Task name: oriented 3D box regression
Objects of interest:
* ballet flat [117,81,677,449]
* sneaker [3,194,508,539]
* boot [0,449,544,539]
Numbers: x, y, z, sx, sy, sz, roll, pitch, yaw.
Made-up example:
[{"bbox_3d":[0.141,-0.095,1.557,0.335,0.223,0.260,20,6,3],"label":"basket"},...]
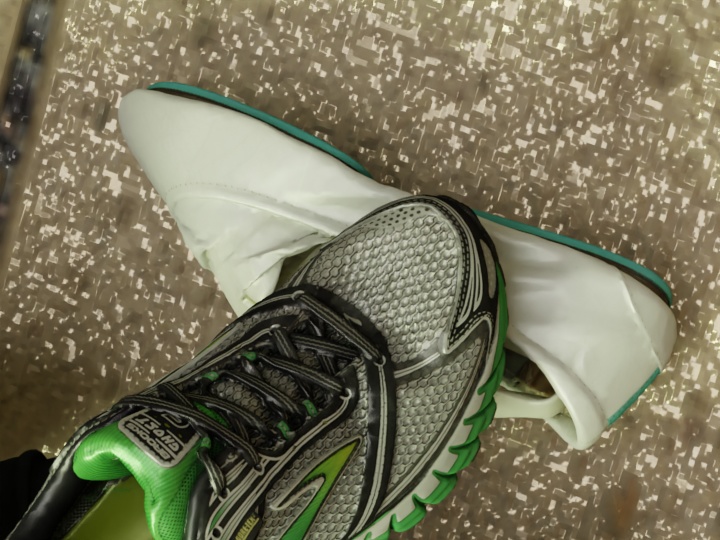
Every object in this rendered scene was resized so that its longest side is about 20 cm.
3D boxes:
[{"bbox_3d":[0.000,0.000,0.767,0.199,0.069,0.070,22,102,15],"label":"ballet flat"},{"bbox_3d":[-0.031,0.055,0.686,0.078,0.085,0.200,35,74,24],"label":"sneaker"},{"bbox_3d":[-0.011,0.119,0.741,0.167,0.076,0.201,-23,61,0],"label":"boot"}]
